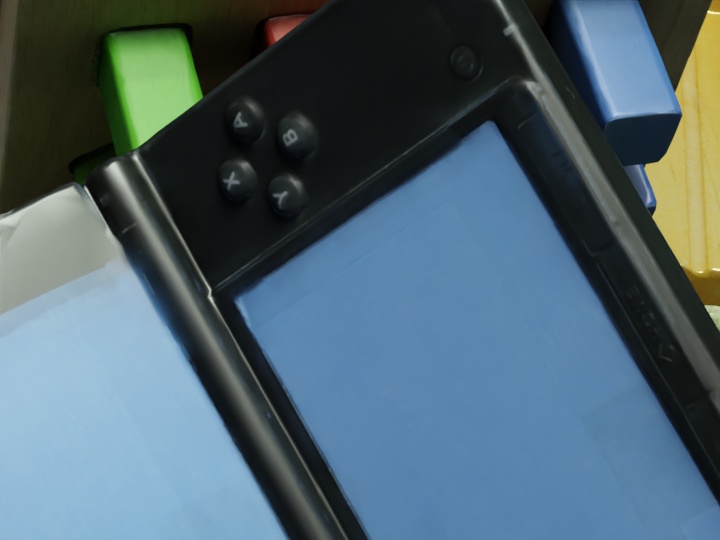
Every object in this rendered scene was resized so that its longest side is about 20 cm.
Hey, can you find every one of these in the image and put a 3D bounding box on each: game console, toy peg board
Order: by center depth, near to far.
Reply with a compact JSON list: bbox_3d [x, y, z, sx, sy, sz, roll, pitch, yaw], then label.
[{"bbox_3d":[-0.013,0.057,0.605,0.116,0.176,0.201,-22,80,-57],"label":"game console"},{"bbox_3d":[0.000,0.000,0.788,0.198,0.200,0.098,-6,57,-16],"label":"toy peg board"}]

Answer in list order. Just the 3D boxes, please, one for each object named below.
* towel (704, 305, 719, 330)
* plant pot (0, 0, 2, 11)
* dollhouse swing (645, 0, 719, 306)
[{"bbox_3d":[0.003,0.079,0.723,0.199,0.149,0.037,-5,27,-9],"label":"towel"},{"bbox_3d":[-0.092,-0.152,0.972,0.199,0.188,0.188,29,43,4],"label":"plant pot"},{"bbox_3d":[0.161,-0.096,0.943,0.199,0.183,0.176,8,20,0],"label":"dollhouse swing"}]
